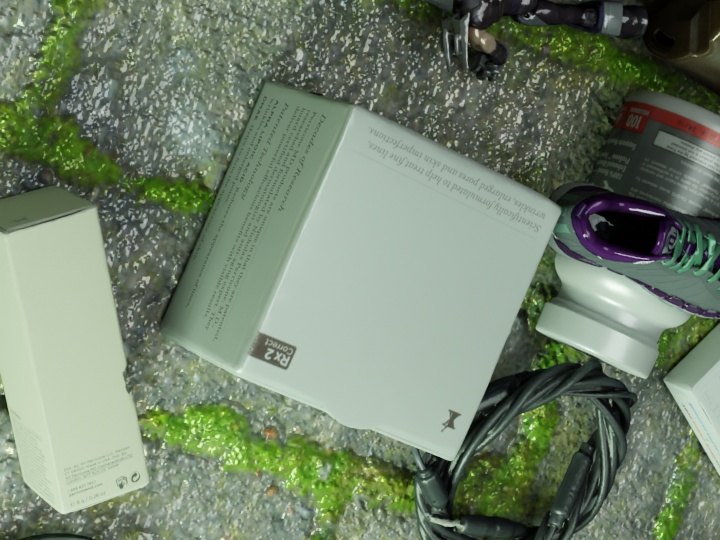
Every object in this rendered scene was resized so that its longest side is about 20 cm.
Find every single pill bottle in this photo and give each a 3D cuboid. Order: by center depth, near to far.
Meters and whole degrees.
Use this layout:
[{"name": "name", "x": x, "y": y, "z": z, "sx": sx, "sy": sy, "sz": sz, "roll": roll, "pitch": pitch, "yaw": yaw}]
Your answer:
[{"name": "pill bottle", "x": 0.218, "y": -0.027, "z": 1.543, "sx": 0.116, "sy": 0.116, "sz": 0.200, "roll": 26, "pitch": 88, "yaw": -33}]

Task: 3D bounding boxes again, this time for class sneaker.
[{"name": "sneaker", "x": 0.230, "y": -0.009, "z": 1.442, "sx": 0.200, "sy": 0.088, "sz": 0.075, "roll": 14, "pitch": 91, "yaw": -11}]

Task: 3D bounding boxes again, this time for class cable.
[{"name": "cable", "x": 0.135, "y": 0.153, "z": 1.565, "sx": 0.200, "sy": 0.051, "sz": 0.163, "roll": -24, "pitch": 115, "yaw": -17}]

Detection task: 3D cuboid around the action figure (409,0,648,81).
[{"name": "action figure", "x": 0.120, "y": -0.202, "z": 1.473, "sx": 0.200, "sy": 0.069, "sz": 0.130, "roll": -2, "pitch": 110, "yaw": -27}]

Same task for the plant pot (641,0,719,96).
[{"name": "plant pot", "x": 0.335, "y": -0.191, "z": 1.536, "sx": 0.198, "sy": 0.200, "sz": 0.201, "roll": 21, "pitch": 91, "yaw": -26}]

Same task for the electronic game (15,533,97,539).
[{"name": "electronic game", "x": -0.223, "y": 0.279, "z": 1.399, "sx": 0.200, "sy": 0.042, "sz": 0.200, "roll": -8, "pitch": 107, "yaw": -30}]

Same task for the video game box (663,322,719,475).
[{"name": "video game box", "x": 0.370, "y": 0.094, "z": 1.705, "sx": 0.200, "sy": 0.047, "sz": 0.182, "roll": -42, "pitch": 117, "yaw": -15}]

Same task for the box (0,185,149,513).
[{"name": "box", "x": -0.200, "y": 0.052, "z": 1.335, "sx": 0.068, "sy": 0.082, "sz": 0.200, "roll": -17, "pitch": 112, "yaw": -26}]

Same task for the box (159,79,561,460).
[{"name": "box", "x": 0.000, "y": 0.000, "z": 1.411, "sx": 0.199, "sy": 0.131, "sz": 0.200, "roll": 24, "pitch": 89, "yaw": -33}]
